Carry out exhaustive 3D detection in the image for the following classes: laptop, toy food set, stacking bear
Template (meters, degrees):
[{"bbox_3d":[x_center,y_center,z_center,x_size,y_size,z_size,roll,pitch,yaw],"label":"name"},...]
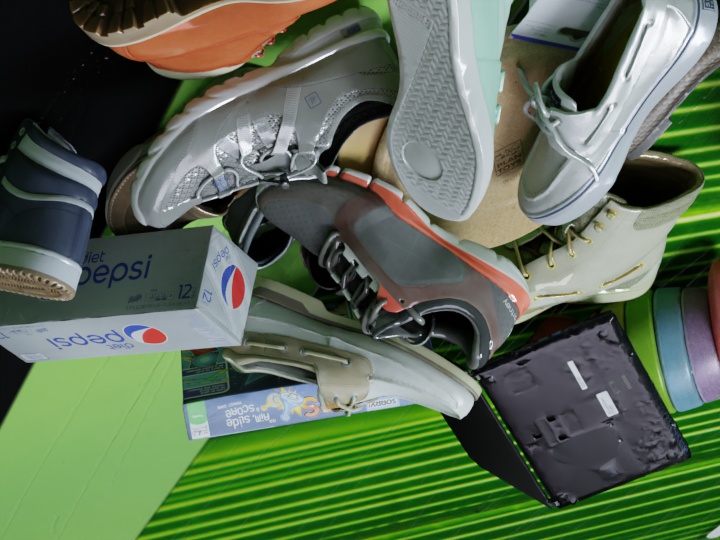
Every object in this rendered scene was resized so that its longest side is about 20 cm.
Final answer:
[{"bbox_3d":[0.150,0.103,1.612,0.199,0.104,0.178,-23,125,16],"label":"laptop"},{"bbox_3d":[0.090,-0.089,1.308,0.199,0.049,0.198,-37,140,4],"label":"toy food set"},{"bbox_3d":[0.232,0.069,1.628,0.198,0.115,0.121,-11,166,18],"label":"stacking bear"}]

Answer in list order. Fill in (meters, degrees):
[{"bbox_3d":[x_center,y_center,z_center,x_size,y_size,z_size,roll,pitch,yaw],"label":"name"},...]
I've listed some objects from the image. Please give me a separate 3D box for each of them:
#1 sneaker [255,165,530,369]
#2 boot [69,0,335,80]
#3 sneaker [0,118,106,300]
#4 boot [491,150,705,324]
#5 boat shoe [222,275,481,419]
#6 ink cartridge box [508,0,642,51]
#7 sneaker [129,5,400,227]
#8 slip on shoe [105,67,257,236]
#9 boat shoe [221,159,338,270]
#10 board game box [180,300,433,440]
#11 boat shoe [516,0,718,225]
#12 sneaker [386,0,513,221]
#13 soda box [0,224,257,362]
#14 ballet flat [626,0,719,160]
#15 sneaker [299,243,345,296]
[{"bbox_3d":[0.014,-0.001,1.266,0.199,0.082,0.077,26,153,4],"label":"sneaker"},{"bbox_3d":[-0.063,-0.169,1.150,0.198,0.076,0.107,-13,158,16],"label":"boot"},{"bbox_3d":[-0.259,-0.049,1.309,0.199,0.109,0.070,10,165,30],"label":"sneaker"},{"bbox_3d":[0.154,-0.027,1.467,0.198,0.073,0.155,-8,152,-16],"label":"boot"},{"bbox_3d":[-0.009,0.074,1.427,0.199,0.069,0.075,22,164,18],"label":"boat shoe"},{"bbox_3d":[0.177,-0.208,1.183,0.099,0.039,0.200,7,145,-30],"label":"ink cartridge box"},{"bbox_3d":[-0.055,-0.083,1.204,0.199,0.082,0.075,-35,167,0],"label":"sneaker"},{"bbox_3d":[-0.114,-0.062,1.325,0.076,0.061,0.200,14,143,-37],"label":"slip on shoe"},{"bbox_3d":[-0.025,-0.067,1.344,0.072,0.062,0.200,18,140,-39],"label":"boat shoe"},{"bbox_3d":[-0.043,0.073,1.523,0.198,0.136,0.035,-9,115,-2],"label":"board game box"},{"bbox_3d":[0.138,-0.109,1.216,0.086,0.075,0.202,7,137,-31],"label":"boat shoe"},{"bbox_3d":[0.073,-0.132,1.177,0.073,0.118,0.201,21,136,26],"label":"sneaker"},{"bbox_3d":[-0.176,0.019,1.382,0.199,0.069,0.063,-6,150,30],"label":"soda box"},{"bbox_3d":[0.218,-0.155,1.245,0.046,0.068,0.200,34,120,-10],"label":"ballet flat"},{"bbox_3d":[0.000,0.000,1.419,0.106,0.075,0.201,-37,152,-28],"label":"sneaker"}]
